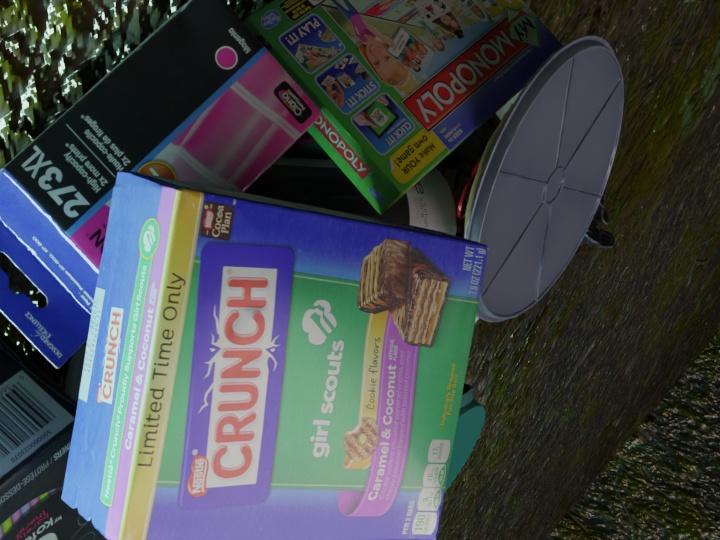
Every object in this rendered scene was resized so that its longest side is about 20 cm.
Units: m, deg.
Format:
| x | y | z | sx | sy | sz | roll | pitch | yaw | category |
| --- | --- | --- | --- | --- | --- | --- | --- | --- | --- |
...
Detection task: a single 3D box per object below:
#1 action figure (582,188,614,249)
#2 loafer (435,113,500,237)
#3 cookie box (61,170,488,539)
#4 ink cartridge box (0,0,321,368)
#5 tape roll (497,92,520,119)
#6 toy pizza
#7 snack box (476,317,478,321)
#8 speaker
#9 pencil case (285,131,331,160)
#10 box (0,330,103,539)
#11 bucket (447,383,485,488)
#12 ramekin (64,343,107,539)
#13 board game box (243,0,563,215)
| x | y | z | sx | sy | sz | roll | pitch | yaw | category |
| --- | --- | --- | --- | --- | --- | --- | --- | --- | --- |
| 0.156 | -0.035 | 1.258 | 0.199 | 0.102 | 0.120 | -24 | -145 | 39 | action figure |
| 0.068 | -0.038 | 0.889 | 0.063 | 0.071 | 0.201 | -47 | 156 | -25 | loafer |
| -0.040 | 0.051 | 0.651 | 0.198 | 0.075 | 0.174 | 8 | 93 | -37 | cookie box |
| -0.120 | -0.052 | 0.660 | 0.200 | 0.095 | 0.037 | -46 | -169 | -17 | ink cartridge box |
| 0.083 | -0.106 | 1.067 | 0.200 | 0.048 | 0.201 | -45 | 157 | -25 | tape roll |
| 0.118 | -0.062 | 0.834 | 0.200 | 0.031 | 0.202 | -40 | 143 | -39 | toy pizza |
| 0.000 | 0.000 | 0.879 | 0.072 | 0.197 | 0.025 | 126 | -28 | -47 | snack box |
| -0.041 | -0.029 | 0.763 | 0.198 | 0.082 | 0.082 | 1 | 128 | -30 | speaker |
| -0.005 | -0.094 | 0.856 | 0.089 | 0.088 | 0.200 | -54 | 159 | 0 | pencil case |
| -0.224 | 0.142 | 0.707 | 0.122 | 0.106 | 0.201 | -38 | 154 | -32 | box |
| 0.019 | 0.165 | 1.214 | 0.207 | 0.134 | 0.208 | -46 | 158 | -24 | bucket |
| -0.094 | 0.088 | 0.777 | 0.202 | 0.201 | 0.095 | -44 | 153 | -25 | ramekin |
| 0.030 | -0.139 | 0.772 | 0.200 | 0.135 | 0.029 | -43 | 179 | -39 | board game box |
